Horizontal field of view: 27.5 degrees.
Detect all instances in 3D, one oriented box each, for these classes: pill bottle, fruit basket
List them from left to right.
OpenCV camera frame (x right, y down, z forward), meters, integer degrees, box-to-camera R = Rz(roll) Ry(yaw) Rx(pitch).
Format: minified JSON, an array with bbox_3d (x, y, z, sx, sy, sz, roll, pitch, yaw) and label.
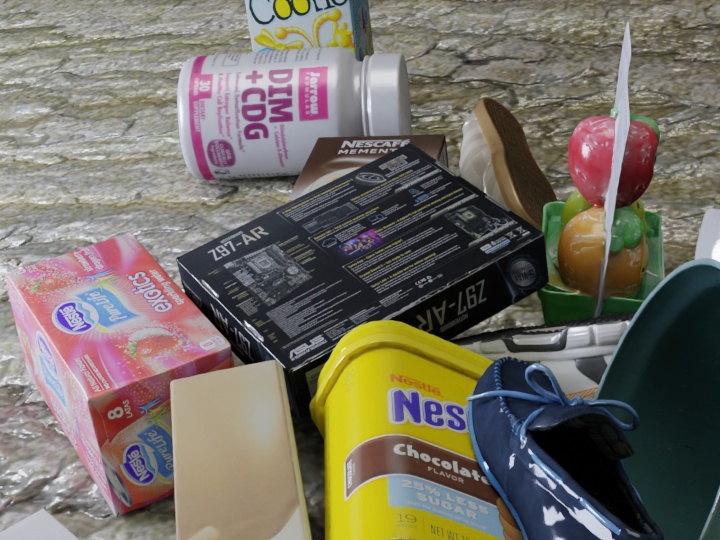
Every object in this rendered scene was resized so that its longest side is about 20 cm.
[{"bbox_3d":[-0.057,-0.143,1.334,0.198,0.114,0.114,-3,29,8],"label":"pill bottle"},{"bbox_3d":[0.178,-0.046,1.019,0.093,0.201,0.186,11,30,4],"label":"fruit basket"}]

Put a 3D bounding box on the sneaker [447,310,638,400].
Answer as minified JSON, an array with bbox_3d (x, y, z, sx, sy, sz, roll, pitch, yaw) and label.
[{"bbox_3d":[0.113,0.075,0.950,0.199,0.081,0.074,-8,3,39],"label":"sneaker"}]

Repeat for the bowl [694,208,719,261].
[{"bbox_3d":[0.300,0.047,0.872,0.199,0.200,0.075,22,83,44],"label":"bowl"}]

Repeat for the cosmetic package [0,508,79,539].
[{"bbox_3d":[-0.126,0.207,0.754,0.050,0.083,0.200,-29,35,-30],"label":"cosmetic package"}]

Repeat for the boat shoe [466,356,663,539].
[{"bbox_3d":[0.113,0.098,0.741,0.084,0.069,0.200,10,27,-24],"label":"boat shoe"}]

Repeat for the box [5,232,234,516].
[{"bbox_3d":[-0.162,0.064,1.004,0.102,0.095,0.200,-19,31,-19],"label":"box"}]

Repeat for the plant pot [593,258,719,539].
[{"bbox_3d":[0.208,0.109,0.767,0.133,0.201,0.201,18,27,-10],"label":"plant pot"}]

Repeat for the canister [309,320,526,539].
[{"bbox_3d":[0.048,0.128,0.805,0.148,0.087,0.200,24,25,-14],"label":"canister"}]

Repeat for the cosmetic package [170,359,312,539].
[{"bbox_3d":[-0.063,0.148,0.822,0.071,0.106,0.200,-10,27,-4],"label":"cosmetic package"}]

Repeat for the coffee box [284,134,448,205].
[{"bbox_3d":[0.001,-0.029,1.149,0.114,0.080,0.200,0,30,12],"label":"coffee box"}]

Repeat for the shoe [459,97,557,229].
[{"bbox_3d":[0.120,-0.077,1.246,0.053,0.070,0.200,-45,26,21],"label":"shoe"}]

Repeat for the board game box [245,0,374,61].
[{"bbox_3d":[-0.047,-0.236,1.410,0.102,0.201,0.105,-2,29,9],"label":"board game box"}]

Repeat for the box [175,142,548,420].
[{"bbox_3d":[0.000,0.000,0.987,0.199,0.044,0.160,-28,39,-21],"label":"box"}]
